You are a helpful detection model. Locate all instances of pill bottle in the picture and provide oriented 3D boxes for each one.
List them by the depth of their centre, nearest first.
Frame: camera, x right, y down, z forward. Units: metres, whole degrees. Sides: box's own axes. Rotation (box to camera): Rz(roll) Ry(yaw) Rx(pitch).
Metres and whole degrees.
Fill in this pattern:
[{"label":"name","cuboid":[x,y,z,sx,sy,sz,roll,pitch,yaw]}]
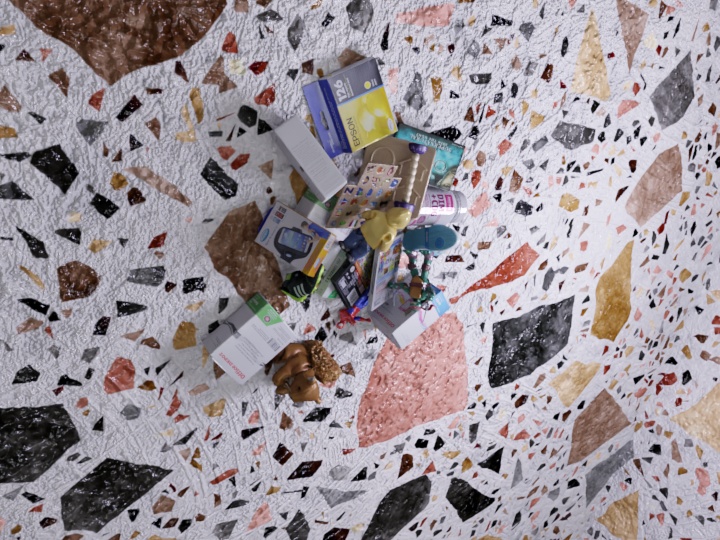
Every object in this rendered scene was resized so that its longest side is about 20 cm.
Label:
[{"label":"pill bottle","cuboid":[0.201,-0.185,1.728,0.200,0.113,0.114,-3,113,-32]}]

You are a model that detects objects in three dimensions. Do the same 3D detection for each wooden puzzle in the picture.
[{"label":"wooden puzzle","cuboid":[0.091,-0.251,1.613,0.185,0.046,0.200,16,95,6]}]

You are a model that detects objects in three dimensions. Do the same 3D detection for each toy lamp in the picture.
[{"label":"toy lamp","cuboid":[0.127,-0.225,1.559,0.058,0.058,0.200,12,94,-36]}]

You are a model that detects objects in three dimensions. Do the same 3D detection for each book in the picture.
[{"label":"book","cuboid":[-0.041,-0.017,1.654,0.200,0.048,0.134,-58,163,7]}]

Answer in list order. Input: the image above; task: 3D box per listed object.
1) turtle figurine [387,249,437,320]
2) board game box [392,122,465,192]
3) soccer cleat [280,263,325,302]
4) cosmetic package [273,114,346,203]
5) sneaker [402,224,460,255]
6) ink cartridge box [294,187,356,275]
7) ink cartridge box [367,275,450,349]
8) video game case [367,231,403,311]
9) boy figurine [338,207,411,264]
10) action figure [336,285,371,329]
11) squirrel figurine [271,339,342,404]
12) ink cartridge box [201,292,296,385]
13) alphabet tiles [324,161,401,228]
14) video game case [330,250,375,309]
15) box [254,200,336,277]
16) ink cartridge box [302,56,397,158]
[{"label":"turtle figurine","cuboid":[0.156,0.043,1.715,0.101,0.149,0.201,14,81,-62]},{"label":"board game box","cuboid":[0.175,-0.310,1.657,0.200,0.028,0.136,16,100,-13]},{"label":"soccer cleat","cuboid":[-0.153,0.028,1.563,0.081,0.200,0.068,27,59,-13]},{"label":"cosmetic package","cuboid":[-0.123,-0.264,1.442,0.074,0.102,0.200,-40,95,-8]},{"label":"sneaker","cuboid":[0.234,-0.086,1.757,0.130,0.200,0.080,9,86,-43]},{"label":"ink cartridge box","cuboid":[-0.113,-0.106,1.582,0.145,0.087,0.200,29,93,-38]},{"label":"ink cartridge box","cuboid":[0.143,0.119,1.810,0.200,0.144,0.085,-41,129,-10]},{"label":"video game case","cuboid":[0.071,0.001,1.707,0.143,0.018,0.200,-30,134,-53]},{"label":"boy figurine","cuboid":[0.039,-0.103,1.528,0.200,0.124,0.064,-36,169,12]},{"label":"action figure","cuboid":[0.014,0.108,1.755,0.200,0.099,0.065,-44,135,-4]},{"label":"squirrel figurine","cuboid":[-0.148,0.281,1.674,0.200,0.187,0.142,-21,121,-23]},{"label":"ink cartridge box","cuboid":[-0.295,0.181,1.600,0.200,0.084,0.146,-41,127,-10]},{"label":"alphabet tiles","cuboid":[0.014,-0.185,1.522,0.167,0.008,0.200,-2,132,-40]},{"label":"video game case","cuboid":[0.000,0.000,1.671,0.181,0.025,0.200,-50,157,-12]},{"label":"box","cuboid":[-0.171,-0.084,1.492,0.119,0.200,0.041,-60,162,3]},{"label":"ink cartridge box","cuboid":[-0.022,-0.406,1.519,0.200,0.047,0.198,-31,119,-19]}]
